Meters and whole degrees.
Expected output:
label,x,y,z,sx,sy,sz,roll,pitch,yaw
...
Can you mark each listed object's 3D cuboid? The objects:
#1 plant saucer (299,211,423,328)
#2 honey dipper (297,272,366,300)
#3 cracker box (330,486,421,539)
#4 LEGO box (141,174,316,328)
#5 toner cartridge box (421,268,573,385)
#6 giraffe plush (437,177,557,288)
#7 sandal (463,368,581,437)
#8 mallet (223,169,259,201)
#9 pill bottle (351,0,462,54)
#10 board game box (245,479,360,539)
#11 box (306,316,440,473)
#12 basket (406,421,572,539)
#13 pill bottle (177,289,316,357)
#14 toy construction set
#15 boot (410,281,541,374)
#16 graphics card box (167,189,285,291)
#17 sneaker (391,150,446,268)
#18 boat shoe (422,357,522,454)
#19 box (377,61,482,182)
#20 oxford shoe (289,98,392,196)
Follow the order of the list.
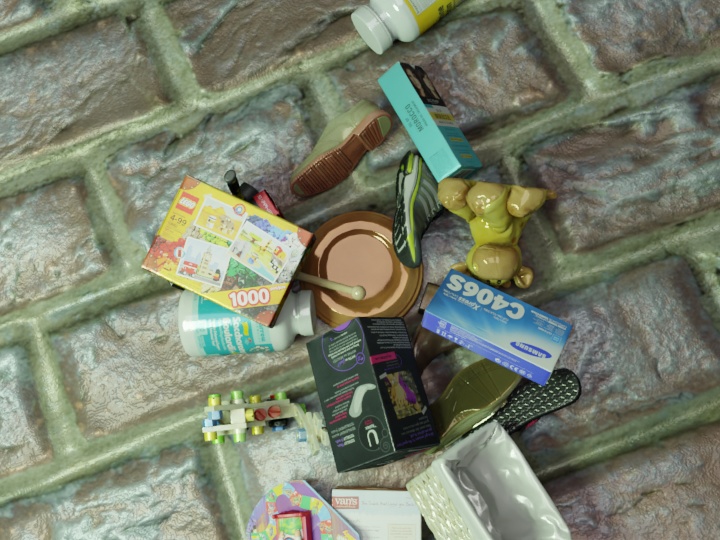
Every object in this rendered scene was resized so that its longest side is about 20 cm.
label,x,y,z,sx,sy,sz,roll,pitch,yaw
plant saucer,0.000,0.000,1.318,0.200,0.037,0.200,-1,80,5
honey dipper,-0.078,0.013,1.283,0.200,0.038,0.038,16,80,32
cracker box,0.024,0.424,1.227,0.134,0.058,0.200,1,80,5
LEGO box,-0.185,-0.025,1.193,0.200,0.077,0.149,25,85,2
toner cartridge box,0.199,0.081,1.218,0.200,0.043,0.095,25,55,13
giraffe plush,0.201,-0.051,1.258,0.172,0.200,0.162,10,98,29
sandal,0.238,0.208,1.249,0.200,0.045,0.075,-23,63,15
mallet,-0.196,-0.112,1.273,0.041,0.200,0.066,36,89,3
pill bottle,0.086,-0.447,1.355,0.200,0.112,0.112,-39,79,-3
board game box,-0.095,0.407,1.210,0.200,0.039,0.158,38,99,27
box,0.016,0.179,1.214,0.122,0.106,0.200,-30,67,38
basket,0.176,0.340,1.175,0.135,0.123,0.200,-23,75,-39
pill bottle,-0.171,0.072,1.280,0.200,0.111,0.111,-5,79,4
toy construction set,-0.143,0.218,1.229,0.200,0.131,0.092,13,73,-20
boot,0.175,0.126,1.273,0.200,0.064,0.187,16,83,3
graphics card box,-0.210,-0.042,1.297,0.200,0.125,0.051,-33,84,-3
sneaker,0.098,-0.095,1.295,0.081,0.074,0.200,10,65,-10
boat shoe,0.159,0.202,1.237,0.201,0.063,0.073,-43,56,5
box,0.111,-0.234,1.321,0.049,0.082,0.200,-36,76,31
oxford shoe,-0.041,-0.199,1.353,0.200,0.071,0.074,-38,54,-2
